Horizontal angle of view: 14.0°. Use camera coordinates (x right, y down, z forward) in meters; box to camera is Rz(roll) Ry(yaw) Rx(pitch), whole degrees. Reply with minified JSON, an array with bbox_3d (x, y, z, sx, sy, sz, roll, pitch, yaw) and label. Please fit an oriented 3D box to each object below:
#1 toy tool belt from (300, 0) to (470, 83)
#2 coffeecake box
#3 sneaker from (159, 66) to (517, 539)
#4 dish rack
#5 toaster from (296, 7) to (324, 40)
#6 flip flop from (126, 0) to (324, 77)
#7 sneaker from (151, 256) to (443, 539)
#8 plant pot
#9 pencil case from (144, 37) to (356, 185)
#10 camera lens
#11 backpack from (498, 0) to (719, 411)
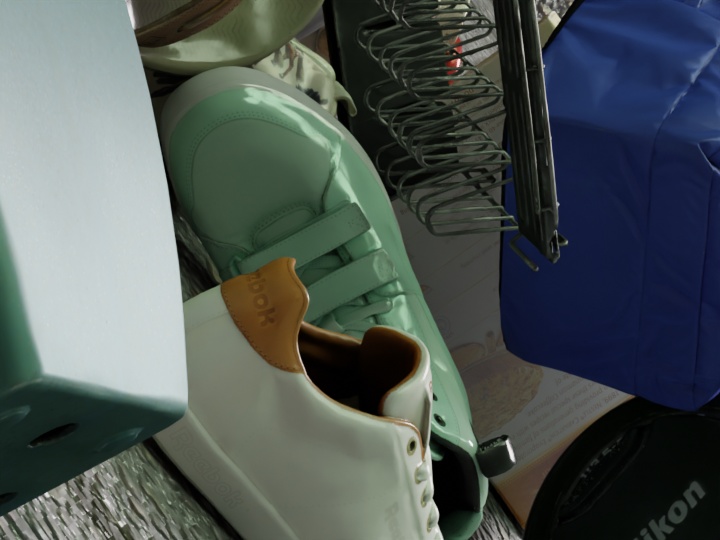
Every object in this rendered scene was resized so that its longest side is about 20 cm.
[{"bbox_3d":[-0.022,-0.146,1.579,0.123,0.125,0.200,19,18,-15],"label":"toy tool belt"},{"bbox_3d":[0.088,0.000,1.424,0.200,0.153,0.073,55,9,-2],"label":"coffeecake box"},{"bbox_3d":[-0.006,0.017,1.129,0.201,0.074,0.118,57,5,-23],"label":"sneaker"},{"bbox_3d":[0.031,-0.084,1.158,0.200,0.054,0.154,-131,-150,-70],"label":"dish rack"},{"bbox_3d":[-0.048,-0.182,1.301,0.114,0.129,0.200,60,10,30],"label":"toaster"},{"bbox_3d":[-0.078,-0.118,1.094,0.200,0.057,0.081,4,84,-48],"label":"flip flop"},{"bbox_3d":[0.007,0.076,0.998,0.200,0.085,0.073,50,9,-34],"label":"sneaker"},{"bbox_3d":[-0.126,-0.041,0.617,0.200,0.141,0.141,65,12,13],"label":"plant pot"},{"bbox_3d":[-0.089,-0.121,1.181,0.200,0.089,0.078,53,12,-17],"label":"pencil case"},{"bbox_3d":[0.174,0.152,1.309,0.200,0.160,0.160,44,15,-49],"label":"camera lens"},{"bbox_3d":[0.160,-0.052,1.281,0.200,0.167,0.163,-57,160,-45],"label":"backpack"}]
